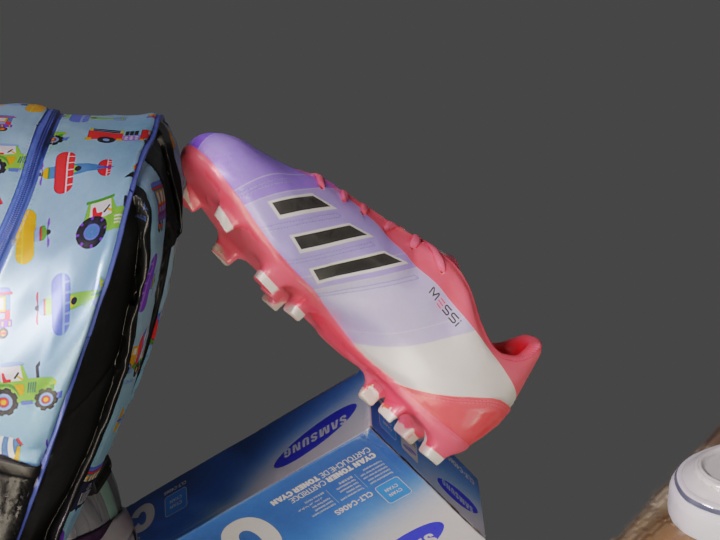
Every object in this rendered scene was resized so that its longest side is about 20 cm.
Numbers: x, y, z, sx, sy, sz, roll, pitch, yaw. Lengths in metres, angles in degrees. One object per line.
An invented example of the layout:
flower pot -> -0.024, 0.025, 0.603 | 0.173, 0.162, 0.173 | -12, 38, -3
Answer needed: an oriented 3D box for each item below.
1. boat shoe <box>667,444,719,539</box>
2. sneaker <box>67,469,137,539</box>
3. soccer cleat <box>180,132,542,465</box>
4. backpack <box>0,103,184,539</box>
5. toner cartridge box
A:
boat shoe -> 0.237, 0.076, 1.184 | 0.199, 0.074, 0.066 | -11, 126, -9
sneaker -> -0.206, 0.116, 1.169 | 0.199, 0.074, 0.088 | -15, 97, -10
soccer cleat -> 0.000, 0.000, 1.110 | 0.076, 0.067, 0.200 | -46, 118, -7
backpack -> -0.150, 0.023, 1.038 | 0.134, 0.183, 0.200 | 20, 111, -3
toner cartridge box -> -0.050, 0.132, 1.218 | 0.200, 0.043, 0.095 | -32, 126, 20
